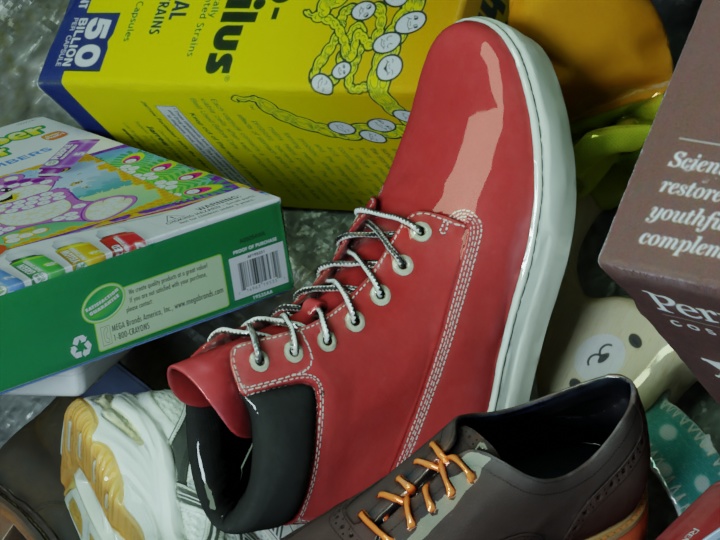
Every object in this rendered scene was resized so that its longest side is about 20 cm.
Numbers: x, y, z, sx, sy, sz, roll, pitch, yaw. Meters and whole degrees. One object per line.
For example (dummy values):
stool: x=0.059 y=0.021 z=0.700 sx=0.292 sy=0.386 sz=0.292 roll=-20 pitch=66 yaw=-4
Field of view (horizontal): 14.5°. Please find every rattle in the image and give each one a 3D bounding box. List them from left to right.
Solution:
rattle: x=0.099 y=-0.001 z=1.072 sx=0.130 sy=0.143 sz=0.200 roll=13 pitch=63 yaw=15

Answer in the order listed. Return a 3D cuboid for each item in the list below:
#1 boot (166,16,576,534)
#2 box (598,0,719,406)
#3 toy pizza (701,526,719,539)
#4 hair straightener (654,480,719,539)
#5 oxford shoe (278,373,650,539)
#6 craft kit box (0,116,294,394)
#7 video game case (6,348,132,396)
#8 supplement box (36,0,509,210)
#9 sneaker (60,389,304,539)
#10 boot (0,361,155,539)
boot: x=0.000 y=0.000 z=1.041 sx=0.072 sy=0.144 sz=0.200 roll=11 pitch=94 yaw=52
box: x=0.214 y=-0.015 z=0.971 sx=0.166 sy=0.200 sz=0.164 roll=12 pitch=70 yaw=35
toy pizza: x=0.178 y=0.172 z=0.963 sx=0.200 sy=0.032 sz=0.200 roll=-2 pitch=77 yaw=11
hair straightener: x=0.091 y=0.165 z=1.009 sx=0.041 sy=0.077 sz=0.200 roll=12 pitch=47 yaw=46
oxford shoe: x=0.017 y=0.089 z=0.997 sx=0.200 sy=0.073 sz=0.071 roll=-23 pitch=44 yaw=-30
craft kit box: x=-0.163 y=-0.002 z=1.136 sx=0.200 sy=0.049 sz=0.197 roll=-20 pitch=20 yaw=-31
video game case: x=-0.169 y=0.007 z=1.203 sx=0.200 sy=0.023 sz=0.182 roll=0 pitch=21 yaw=22
supplement box: x=-0.017 y=-0.097 z=1.207 sx=0.200 sy=0.110 sz=0.109 roll=3 pitch=65 yaw=31
sneaker: x=-0.044 y=0.116 z=1.058 sx=0.088 sy=0.076 sz=0.200 roll=-9 pitch=50 yaw=-21
boot: x=-0.080 y=0.101 z=1.152 sx=0.200 sy=0.075 sz=0.097 roll=26 pitch=81 yaw=39
